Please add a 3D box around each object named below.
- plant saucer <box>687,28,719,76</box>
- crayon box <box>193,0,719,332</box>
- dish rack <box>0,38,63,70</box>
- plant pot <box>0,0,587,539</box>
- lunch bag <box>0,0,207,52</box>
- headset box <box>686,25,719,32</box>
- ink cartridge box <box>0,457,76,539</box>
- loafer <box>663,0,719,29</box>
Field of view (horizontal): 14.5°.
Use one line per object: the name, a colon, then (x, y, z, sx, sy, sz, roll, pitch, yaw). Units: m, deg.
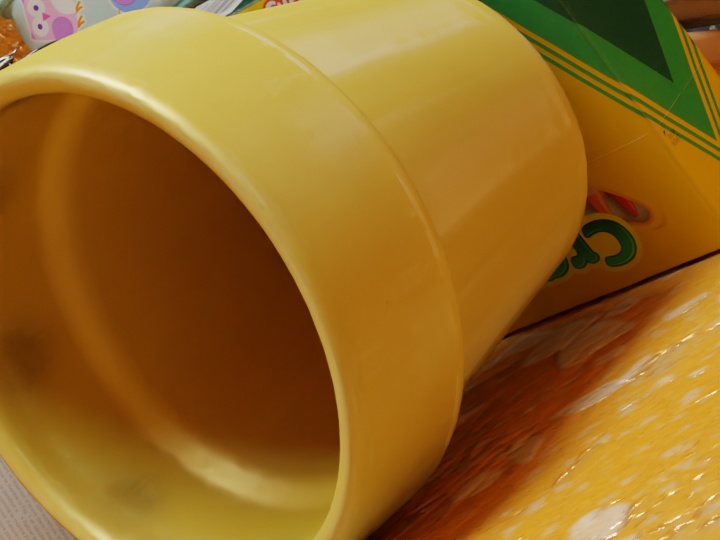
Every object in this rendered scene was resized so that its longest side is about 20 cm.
plant saucer: (0.106, -0.077, 1.229, 0.199, 0.038, 0.200, -7, 1, 0)
crayon box: (0.036, -0.061, 1.122, 0.200, 0.173, 0.058, -24, 20, 44)
dish rack: (-0.104, 0.011, 1.113, 0.153, 0.200, 0.055, -45, 21, -2)
plant pot: (-0.022, -0.012, 1.005, 0.189, 0.201, 0.201, -33, 7, -42)
lunch bag: (-0.068, -0.152, 1.271, 0.160, 0.077, 0.200, -41, -2, 19)
headset box: (0.178, -0.201, 1.369, 0.092, 0.201, 0.174, 9, 23, 16)
ink cartridge box: (-0.172, 0.102, 1.166, 0.200, 0.109, 0.050, -36, 10, -25)
loafer: (0.118, -0.121, 1.166, 0.199, 0.063, 0.072, -4, 61, 27)
